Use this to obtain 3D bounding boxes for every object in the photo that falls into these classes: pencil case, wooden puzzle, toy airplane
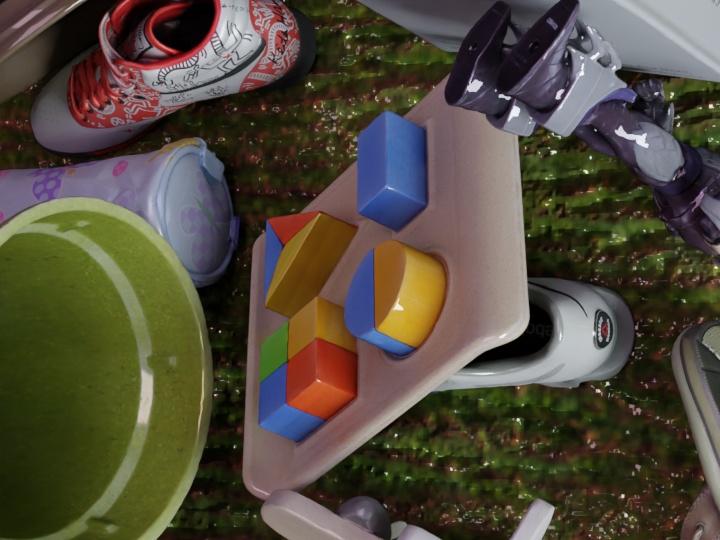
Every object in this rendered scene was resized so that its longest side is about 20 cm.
[{"bbox_3d":[-0.173,-0.026,1.162,0.199,0.083,0.091,-7,74,27],"label":"pencil case"},{"bbox_3d":[0.000,0.000,1.019,0.200,0.046,0.186,-36,39,37],"label":"wooden puzzle"},{"bbox_3d":[0.063,0.179,0.975,0.198,0.141,0.201,-14,109,38],"label":"toy airplane"}]

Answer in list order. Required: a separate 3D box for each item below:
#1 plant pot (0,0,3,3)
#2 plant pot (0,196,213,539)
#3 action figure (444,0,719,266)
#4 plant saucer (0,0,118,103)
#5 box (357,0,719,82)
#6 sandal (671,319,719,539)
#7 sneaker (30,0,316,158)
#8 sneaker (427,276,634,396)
[{"bbox_3d":[-0.237,-0.250,1.159,0.199,0.196,0.197,5,96,14],"label":"plant pot"},{"bbox_3d":[-0.215,0.062,1.081,0.184,0.200,0.202,1,83,39],"label":"plant pot"},{"bbox_3d":[0.140,-0.059,0.944,0.070,0.200,0.130,-58,30,3],"label":"action figure"},{"bbox_3d":[-0.167,-0.147,1.113,0.200,0.200,0.030,-35,94,20],"label":"plant saucer"},{"bbox_3d":[0.079,-0.189,0.963,0.198,0.200,0.131,12,84,39],"label":"box"},{"bbox_3d":[0.188,0.125,0.960,0.057,0.080,0.202,-29,63,40],"label":"sandal"},{"bbox_3d":[-0.136,-0.122,1.140,0.200,0.108,0.068,-14,77,26],"label":"sneaker"},{"bbox_3d":[0.037,0.031,1.040,0.199,0.088,0.075,-9,81,29],"label":"sneaker"}]
